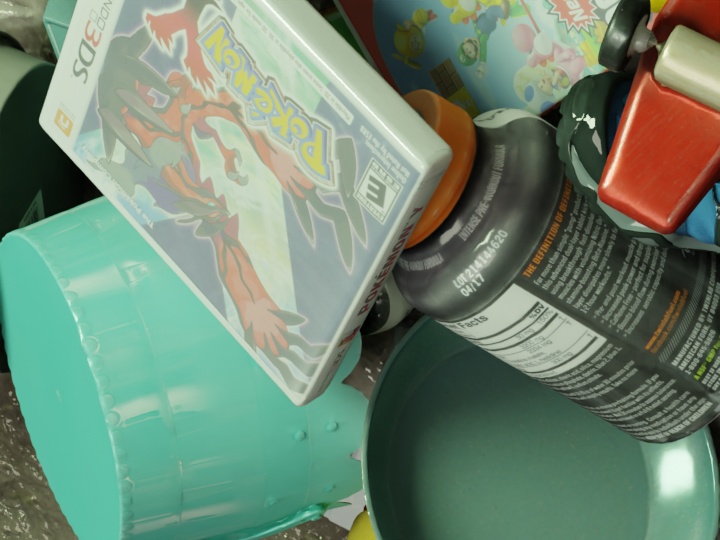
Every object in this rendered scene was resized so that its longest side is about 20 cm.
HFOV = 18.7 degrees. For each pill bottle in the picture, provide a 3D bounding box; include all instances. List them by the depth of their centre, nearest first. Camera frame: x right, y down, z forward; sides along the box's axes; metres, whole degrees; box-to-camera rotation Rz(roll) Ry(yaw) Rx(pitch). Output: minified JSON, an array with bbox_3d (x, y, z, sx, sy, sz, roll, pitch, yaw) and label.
[{"bbox_3d":[0.088,-0.006,1.019,0.200,0.107,0.106,31,142,-26],"label":"pill bottle"}]

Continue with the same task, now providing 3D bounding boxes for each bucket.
[{"bbox_3d":[-0.097,0.048,1.134,0.207,0.134,0.208,49,148,47],"label":"bucket"}]

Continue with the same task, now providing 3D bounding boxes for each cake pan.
[{"bbox_3d":[-0.199,-0.031,1.206,0.037,0.201,0.201,9,128,12],"label":"cake pan"}]

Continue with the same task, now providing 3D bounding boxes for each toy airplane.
[{"bbox_3d":[0.163,-0.120,0.882,0.141,0.198,0.201,87,166,-68],"label":"toy airplane"}]

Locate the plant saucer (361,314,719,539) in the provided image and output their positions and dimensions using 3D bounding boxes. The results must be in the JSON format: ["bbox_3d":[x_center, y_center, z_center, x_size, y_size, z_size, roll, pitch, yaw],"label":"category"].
[{"bbox_3d":[0.086,0.105,1.101,0.200,0.200,0.036,48,153,-4],"label":"plant saucer"}]

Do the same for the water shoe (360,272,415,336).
[{"bbox_3d":[0.000,0.000,1.170,0.072,0.079,0.200,63,159,-10],"label":"water shoe"}]

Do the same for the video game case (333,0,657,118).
[{"bbox_3d":[0.069,-0.146,1.012,0.200,0.017,0.143,-33,86,43],"label":"video game case"}]

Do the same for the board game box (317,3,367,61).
[{"bbox_3d":[-0.031,-0.082,1.161,0.200,0.030,0.096,-18,110,40],"label":"board game box"}]

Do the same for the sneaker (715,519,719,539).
[{"bbox_3d":[0.143,0.219,1.154,0.078,0.140,0.200,38,132,-11],"label":"sneaker"}]

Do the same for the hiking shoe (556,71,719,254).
[{"bbox_3d":[0.178,-0.037,0.971,0.200,0.075,0.087,28,153,-26],"label":"hiking shoe"}]

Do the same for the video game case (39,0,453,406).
[{"bbox_3d":[-0.060,-0.060,0.987,0.200,0.023,0.182,46,141,16],"label":"video game case"}]

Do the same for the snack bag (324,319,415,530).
[{"bbox_3d":[0.078,0.135,1.247,0.200,0.021,0.189,33,136,12],"label":"snack bag"}]

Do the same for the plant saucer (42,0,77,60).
[{"bbox_3d":[-0.127,-0.061,1.226,0.070,0.019,0.201,22,141,43],"label":"plant saucer"}]

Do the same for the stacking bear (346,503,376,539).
[{"bbox_3d":[0.043,0.155,1.151,0.113,0.201,0.121,12,159,-14],"label":"stacking bear"}]
